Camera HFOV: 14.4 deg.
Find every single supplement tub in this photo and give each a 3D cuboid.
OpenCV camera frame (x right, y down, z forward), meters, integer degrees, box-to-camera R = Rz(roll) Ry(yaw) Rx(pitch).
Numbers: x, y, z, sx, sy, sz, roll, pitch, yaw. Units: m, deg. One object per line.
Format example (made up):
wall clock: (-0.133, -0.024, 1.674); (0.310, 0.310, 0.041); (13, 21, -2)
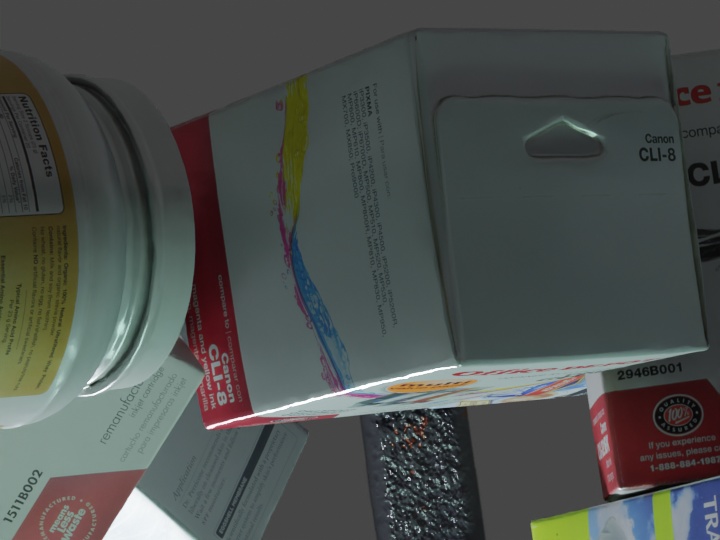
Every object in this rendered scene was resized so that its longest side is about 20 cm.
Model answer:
supplement tub: (-0.176, -0.009, 1.056); (0.200, 0.145, 0.144); (-3, 173, -36)

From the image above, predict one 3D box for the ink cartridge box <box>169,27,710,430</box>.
ink cartridge box: (0.031, -0.017, 1.261); (0.145, 0.145, 0.200); (-3, 172, -35)

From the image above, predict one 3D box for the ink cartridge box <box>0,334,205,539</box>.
ink cartridge box: (-0.185, 0.040, 1.257); (0.200, 0.117, 0.068); (28, -170, -25)

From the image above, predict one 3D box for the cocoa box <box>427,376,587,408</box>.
cocoa box: (0.107, -0.002, 1.546); (0.131, 0.134, 0.200); (-6, 174, -11)

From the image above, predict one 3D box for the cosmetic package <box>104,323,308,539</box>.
cosmetic package: (-0.181, 0.102, 1.785); (0.199, 0.123, 0.200); (-14, 130, 44)

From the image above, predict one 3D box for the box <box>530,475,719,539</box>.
box: (0.150, 0.160, 1.298); (0.048, 0.122, 0.200); (-1, 169, -26)

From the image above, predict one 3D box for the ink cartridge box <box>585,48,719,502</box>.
ink cartridge box: (0.173, -0.001, 1.338); (0.144, 0.201, 0.084); (-8, 171, 0)
